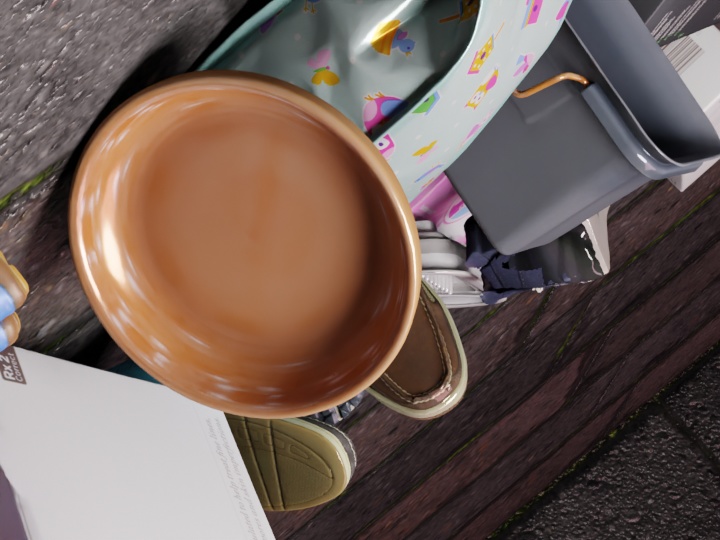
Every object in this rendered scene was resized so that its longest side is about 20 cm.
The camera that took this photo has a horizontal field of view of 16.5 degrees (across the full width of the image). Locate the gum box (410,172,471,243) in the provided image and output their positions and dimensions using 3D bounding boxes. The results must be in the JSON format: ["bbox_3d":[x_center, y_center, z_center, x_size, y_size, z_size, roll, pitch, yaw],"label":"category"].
[{"bbox_3d":[0.070,-0.084,1.756,0.113,0.066,0.200,-44,167,6],"label":"gum box"}]

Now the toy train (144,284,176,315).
[{"bbox_3d":[-0.084,-0.031,1.485,0.116,0.084,0.200,-63,169,7],"label":"toy train"}]

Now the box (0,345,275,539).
[{"bbox_3d":[-0.161,0.169,1.444,0.199,0.200,0.131,18,125,-40],"label":"box"}]

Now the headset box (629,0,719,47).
[{"bbox_3d":[0.226,-0.242,1.675,0.200,0.093,0.174,-26,159,-50],"label":"headset box"}]

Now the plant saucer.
[{"bbox_3d":[-0.060,-0.017,1.334,0.200,0.200,0.037,-51,-179,31],"label":"plant saucer"}]

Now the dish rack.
[{"bbox_3d":[0.006,-0.002,1.734,0.170,0.044,0.200,-3,174,12],"label":"dish rack"}]

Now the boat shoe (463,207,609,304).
[{"bbox_3d":[0.118,-0.049,1.686,0.092,0.075,0.200,-16,-156,15],"label":"boat shoe"}]

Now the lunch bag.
[{"bbox_3d":[0.027,-0.129,1.389,0.200,0.122,0.170,-43,167,22],"label":"lunch bag"}]

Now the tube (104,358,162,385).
[{"bbox_3d":[-0.130,0.070,1.575,0.199,0.051,0.077,-15,176,29],"label":"tube"}]

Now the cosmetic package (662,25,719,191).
[{"bbox_3d":[0.247,-0.147,1.989,0.081,0.113,0.200,-42,164,-4],"label":"cosmetic package"}]

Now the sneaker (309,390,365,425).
[{"bbox_3d":[-0.062,0.048,1.643,0.199,0.078,0.086,4,-138,45],"label":"sneaker"}]

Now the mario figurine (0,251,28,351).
[{"bbox_3d":[-0.264,0.055,1.259,0.200,0.106,0.124,-47,134,-34],"label":"mario figurine"}]

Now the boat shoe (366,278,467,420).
[{"bbox_3d":[-0.005,0.004,1.542,0.075,0.203,0.075,-35,151,-1],"label":"boat shoe"}]

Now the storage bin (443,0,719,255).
[{"bbox_3d":[0.103,-0.110,1.536,0.134,0.201,0.145,-39,169,25],"label":"storage bin"}]

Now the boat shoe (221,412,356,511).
[{"bbox_3d":[-0.081,0.107,1.592,0.200,0.072,0.066,-2,-157,35],"label":"boat shoe"}]
